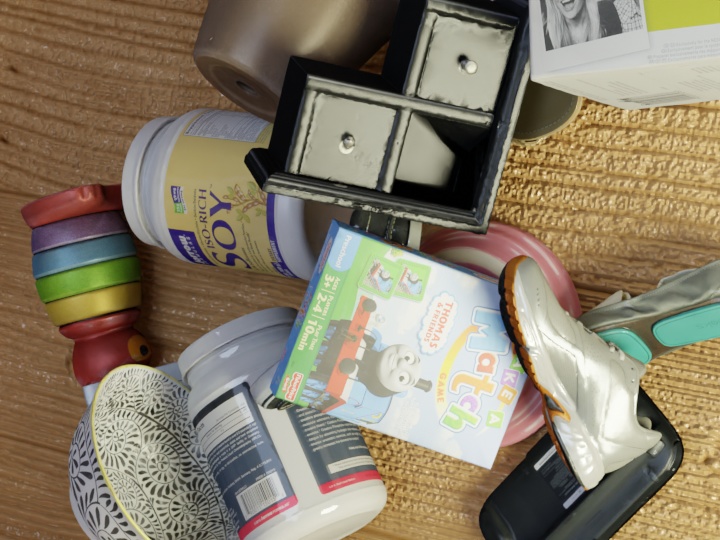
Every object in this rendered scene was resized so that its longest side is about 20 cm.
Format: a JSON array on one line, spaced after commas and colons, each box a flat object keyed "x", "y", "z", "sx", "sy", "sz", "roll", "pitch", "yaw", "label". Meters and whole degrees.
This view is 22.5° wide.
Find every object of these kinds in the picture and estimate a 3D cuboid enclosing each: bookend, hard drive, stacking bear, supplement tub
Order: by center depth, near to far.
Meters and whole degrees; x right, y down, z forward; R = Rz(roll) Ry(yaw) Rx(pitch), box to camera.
[{"x": 0.028, "y": -0.152, "z": 1.486, "sx": 0.092, "sy": 0.197, "sz": 0.202, "roll": -126, "pitch": 50, "yaw": -68, "label": "bookend"}, {"x": -0.073, "y": 0.150, "z": 1.635, "sx": 0.140, "sy": 0.140, "sz": 0.201, "roll": -32, "pitch": 73, "yaw": 25, "label": "supplement tub"}, {"x": -0.104, "y": -0.073, "z": 1.661, "sx": 0.198, "sy": 0.145, "sz": 0.147, "roll": 8, "pitch": 92, "yaw": 30, "label": "supplement tub"}, {"x": -0.176, "y": 0.192, "z": 1.717, "sx": 0.131, "sy": 0.027, "sz": 0.202, "roll": -14, "pitch": 80, "yaw": -11, "label": "hard drive"}, {"x": -0.259, "y": 0.025, "z": 1.773, "sx": 0.113, "sy": 0.121, "sz": 0.202, "roll": -14, "pitch": 88, "yaw": 27, "label": "stacking bear"}]

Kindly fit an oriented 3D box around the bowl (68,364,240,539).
[{"x": -0.199, "y": 0.196, "z": 1.630, "sx": 0.094, "sy": 0.200, "sz": 0.202, "roll": -34, "pitch": 72, "yaw": 26, "label": "bowl"}]

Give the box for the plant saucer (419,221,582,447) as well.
[{"x": 0.097, "y": 0.056, "z": 1.592, "sx": 0.199, "sy": 0.051, "sz": 0.203, "roll": -1, "pitch": 87, "yaw": 30, "label": "plant saucer"}]

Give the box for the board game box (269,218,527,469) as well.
[{"x": 0.044, "y": 0.063, "z": 1.502, "sx": 0.198, "sy": 0.037, "sz": 0.153, "roll": 19, "pitch": 98, "yaw": -15, "label": "board game box"}]

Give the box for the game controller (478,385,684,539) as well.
[{"x": 0.185, "y": 0.185, "z": 1.548, "sx": 0.200, "sy": 0.042, "sz": 0.105, "roll": -48, "pitch": 52, "yaw": 19, "label": "game controller"}]

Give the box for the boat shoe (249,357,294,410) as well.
[{"x": 0.004, "y": 0.079, "z": 1.545, "sx": 0.199, "sy": 0.072, "sz": 0.071, "roll": -27, "pitch": 80, "yaw": 1, "label": "boat shoe"}]

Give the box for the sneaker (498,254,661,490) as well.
[{"x": 0.179, "y": 0.071, "z": 1.469, "sx": 0.091, "sy": 0.076, "sz": 0.201, "roll": -24, "pitch": 104, "yaw": -3, "label": "sneaker"}]

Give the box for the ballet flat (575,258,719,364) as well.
[{"x": 0.240, "y": 0.040, "z": 1.508, "sx": 0.199, "sy": 0.067, "sz": 0.064, "roll": -20, "pitch": 44, "yaw": 26, "label": "ballet flat"}]

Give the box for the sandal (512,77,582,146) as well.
[{"x": 0.141, "y": -0.143, "z": 1.571, "sx": 0.211, "sy": 0.069, "sz": 0.079, "roll": -8, "pitch": 81, "yaw": 53, "label": "sandal"}]

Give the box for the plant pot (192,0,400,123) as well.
[{"x": -0.054, "y": -0.225, "z": 1.579, "sx": 0.199, "sy": 0.200, "sz": 0.176, "roll": 24, "pitch": 75, "yaw": 29, "label": "plant pot"}]

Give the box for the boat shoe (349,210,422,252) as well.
[{"x": 0.000, "y": 0.000, "z": 1.590, "sx": 0.067, "sy": 0.200, "sz": 0.072, "roll": 7, "pitch": 64, "yaw": -11, "label": "boat shoe"}]

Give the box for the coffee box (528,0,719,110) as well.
[{"x": 0.260, "y": -0.244, "z": 1.422, "sx": 0.198, "sy": 0.199, "sz": 0.200, "roll": -4, "pitch": 86, "yaw": 30, "label": "coffee box"}]
